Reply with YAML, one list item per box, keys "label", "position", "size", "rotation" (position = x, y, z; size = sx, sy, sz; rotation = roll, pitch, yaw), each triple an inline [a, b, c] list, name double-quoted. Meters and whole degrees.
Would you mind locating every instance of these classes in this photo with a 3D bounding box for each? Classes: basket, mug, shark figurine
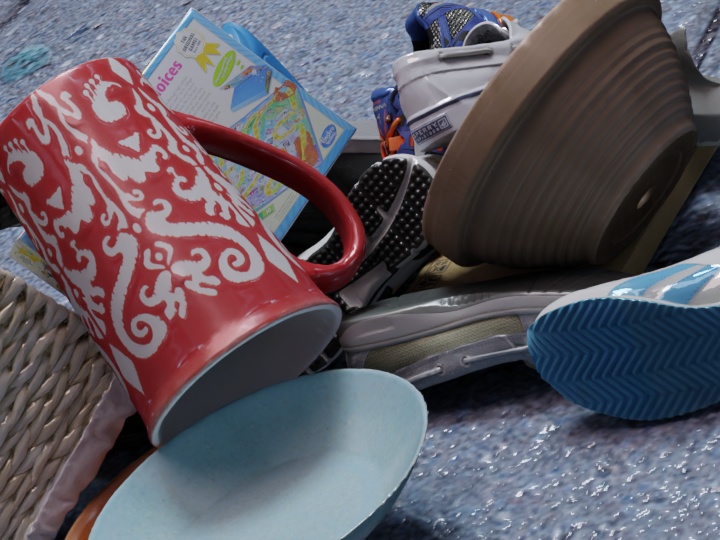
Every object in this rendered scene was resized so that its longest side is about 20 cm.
- label: "basket"
  position: [-0.268, 0.085, 1.363]
  size: [0.198, 0.161, 0.200]
  rotation: [11, 65, 55]
- label: "mug"
  position: [-0.109, -0.017, 1.319]
  size: [0.133, 0.200, 0.177]
  rotation: [-47, -18, 30]
- label: "shark figurine"
  position: [0.233, -0.121, 1.401]
  size: [0.214, 0.090, 0.128]
  rotation: [-6, 32, 29]

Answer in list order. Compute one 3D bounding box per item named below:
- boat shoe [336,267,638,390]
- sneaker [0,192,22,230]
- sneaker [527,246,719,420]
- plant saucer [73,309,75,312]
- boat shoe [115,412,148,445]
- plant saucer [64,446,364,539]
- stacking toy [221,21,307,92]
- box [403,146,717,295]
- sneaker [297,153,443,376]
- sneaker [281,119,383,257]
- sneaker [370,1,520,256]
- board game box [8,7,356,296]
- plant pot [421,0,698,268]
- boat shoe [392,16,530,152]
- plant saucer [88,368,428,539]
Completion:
- label: "boat shoe"
  position: [0.083, 0.040, 1.307]
  size: [0.201, 0.065, 0.074]
  rotation: [-9, 8, 23]
- label: "sneaker"
  position: [-0.219, -0.059, 1.428]
  size: [0.200, 0.071, 0.098]
  rotation: [-10, 7, -11]
- label: "sneaker"
  position: [0.189, 0.025, 1.215]
  size: [0.199, 0.077, 0.081]
  rotation: [-11, 20, 18]
- label: "plant saucer"
  position: [-0.144, -0.017, 1.508]
  size: [0.200, 0.050, 0.201]
  rotation: [-17, 66, 44]
- label: "boat shoe"
  position: [-0.194, 0.083, 1.473]
  size: [0.200, 0.072, 0.068]
  rotation: [-4, 28, 37]
- label: "plant saucer"
  position: [-0.077, 0.143, 1.279]
  size: [0.200, 0.038, 0.200]
  rotation: [-22, 24, 10]
- label: "stacking toy"
  position: [-0.134, -0.083, 1.670]
  size: [0.200, 0.110, 0.116]
  rotation: [-32, 40, 18]
- label: "box"
  position: [0.128, -0.028, 1.434]
  size: [0.163, 0.021, 0.200]
  rotation: [-8, 30, 35]
- label: "sneaker"
  position: [0.000, 0.000, 1.414]
  size: [0.200, 0.074, 0.080]
  rotation: [-42, -11, 30]
- label: "sneaker"
  position: [0.011, -0.049, 1.547]
  size: [0.199, 0.100, 0.071]
  rotation: [-2, 16, -27]
- label: "sneaker"
  position: [0.036, -0.088, 1.480]
  size: [0.075, 0.078, 0.201]
  rotation: [-19, 51, 69]
- label: "board game box"
  position: [-0.110, -0.050, 1.414]
  size: [0.200, 0.134, 0.034]
  rotation: [-56, 6, -25]
- label: "plant pot"
  position: [0.133, -0.069, 1.322]
  size: [0.093, 0.201, 0.201]
  rotation: [38, 59, 18]
- label: "boat shoe"
  position: [0.093, -0.128, 1.414]
  size: [0.073, 0.066, 0.200]
  rotation: [-27, -4, 36]
- label: "plant saucer"
  position: [-0.049, 0.126, 1.192]
  size: [0.200, 0.039, 0.201]
  rotation: [-22, 24, 10]
